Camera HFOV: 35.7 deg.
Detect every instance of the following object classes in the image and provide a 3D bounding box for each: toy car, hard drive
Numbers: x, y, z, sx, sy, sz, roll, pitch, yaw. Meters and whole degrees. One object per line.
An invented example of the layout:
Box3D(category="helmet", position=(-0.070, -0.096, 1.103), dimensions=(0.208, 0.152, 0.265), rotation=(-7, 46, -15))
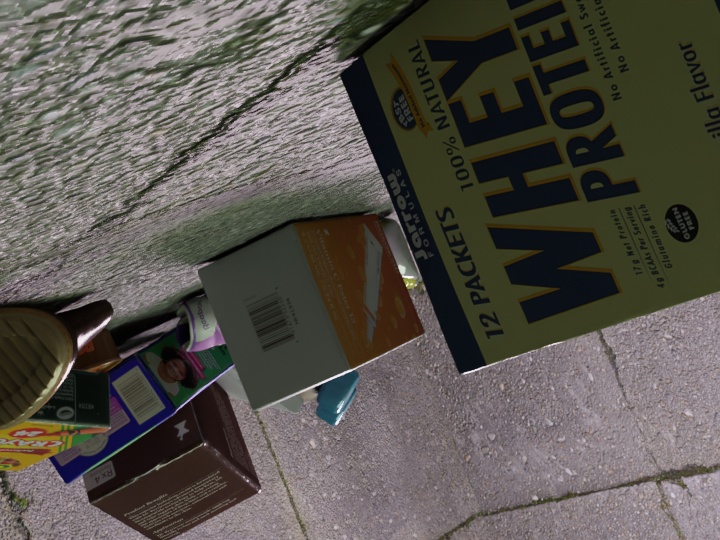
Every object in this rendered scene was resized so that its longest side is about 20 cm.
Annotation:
Box3D(category="toy car", position=(-0.058, 0.066, 1.484), dimensions=(0.201, 0.183, 0.177), rotation=(-58, 173, -16))
Box3D(category="hard drive", position=(-0.169, 0.137, 1.483), dimensions=(0.026, 0.132, 0.199), rotation=(-57, -157, -16))

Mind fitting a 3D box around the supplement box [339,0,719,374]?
Box3D(category="supplement box", position=(0.137, -0.072, 0.433), dimensions=(0.198, 0.136, 0.199), rotation=(-21, 176, -35))

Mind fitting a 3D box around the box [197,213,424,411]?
Box3D(category="box", position=(-0.035, 0.029, 0.967), dimensions=(0.097, 0.126, 0.200), rotation=(-24, 177, 20))

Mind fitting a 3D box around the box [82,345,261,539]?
Box3D(category="box", position=(-0.255, 0.225, 1.455), dimensions=(0.164, 0.165, 0.200), rotation=(-27, 147, 3))

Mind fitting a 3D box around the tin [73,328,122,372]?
Box3D(category="tin", position=(-0.299, 0.101, 1.083), dimensions=(0.111, 0.042, 0.200), rotation=(-16, 173, -31))

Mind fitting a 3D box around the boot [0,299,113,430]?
Box3D(category="boot", position=(-0.217, 0.048, 0.739), dimensions=(0.199, 0.073, 0.166), rotation=(-27, -173, 33))

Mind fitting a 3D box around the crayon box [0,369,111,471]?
Box3D(category="crayon box", position=(-0.320, 0.133, 0.966), dimensions=(0.126, 0.052, 0.199), rotation=(12, 153, -42))

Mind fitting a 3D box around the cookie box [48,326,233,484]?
Box3D(category="cookie box", position=(-0.233, 0.128, 1.218), dimensions=(0.170, 0.076, 0.200), rotation=(-34, -177, 23))

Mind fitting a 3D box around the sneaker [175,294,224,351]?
Box3D(category="sneaker", position=(-0.135, 0.049, 1.177), dimensions=(0.113, 0.074, 0.201), rotation=(-19, 166, 2))

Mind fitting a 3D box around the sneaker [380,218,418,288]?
Box3D(category="sneaker", position=(0.000, 0.000, 1.181), dimensions=(0.104, 0.077, 0.200), rotation=(-22, 177, -4))
